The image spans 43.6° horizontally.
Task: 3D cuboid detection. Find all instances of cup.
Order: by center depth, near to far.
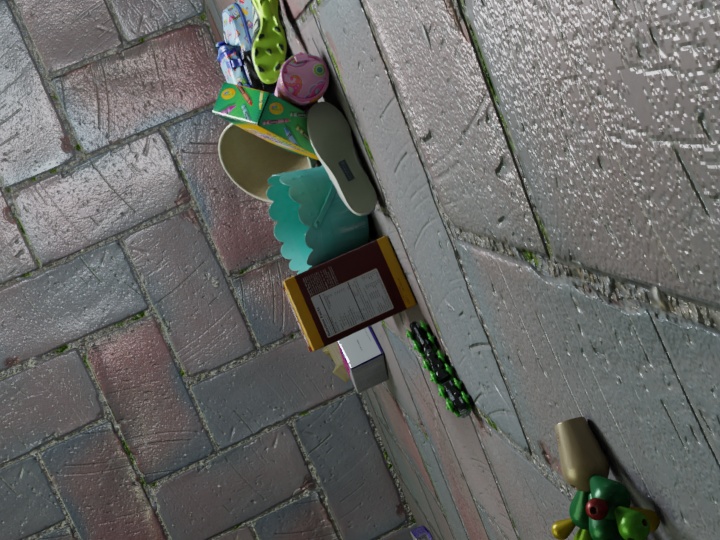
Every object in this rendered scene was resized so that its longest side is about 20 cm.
[{"bbox_3d":[-0.167,-0.258,1.819,0.144,0.199,0.201,-65,-34,-45],"label":"cup"}]

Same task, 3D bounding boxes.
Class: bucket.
[{"bbox_3d":[-0.081,-0.102,1.697,0.207,0.134,0.208,52,152,43],"label":"bucket"}]

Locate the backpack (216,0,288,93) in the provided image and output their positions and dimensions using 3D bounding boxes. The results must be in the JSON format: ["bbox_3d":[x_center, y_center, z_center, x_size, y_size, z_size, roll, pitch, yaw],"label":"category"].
[{"bbox_3d":[-0.223,-0.451,1.817,0.183,0.134,0.201,-139,29,-73],"label":"backpack"}]

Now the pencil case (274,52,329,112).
[{"bbox_3d":[-0.103,-0.314,1.531,0.200,0.087,0.088,-153,39,-82],"label":"pencil case"}]

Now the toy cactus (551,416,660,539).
[{"bbox_3d":[0.218,0.226,0.858,0.200,0.102,0.166,61,-167,-68],"label":"toy cactus"}]

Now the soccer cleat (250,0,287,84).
[{"bbox_3d":[-0.161,-0.430,1.603,0.081,0.067,0.202,-14,-81,-84],"label":"soccer cleat"}]

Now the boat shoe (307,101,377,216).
[{"bbox_3d":[-0.035,-0.180,1.500,0.202,0.070,0.072,65,171,1],"label":"boat shoe"}]

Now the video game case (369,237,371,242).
[{"bbox_3d":[0.000,0.000,1.843,0.201,0.036,0.181,67,161,0],"label":"video game case"}]

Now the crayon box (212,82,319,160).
[{"bbox_3d":[-0.136,-0.248,1.527,0.118,0.059,0.199,21,180,39],"label":"crayon box"}]

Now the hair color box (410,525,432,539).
[{"bbox_3d":[0.252,1.072,3.524,0.200,0.064,0.110,107,139,-83],"label":"hair color box"}]

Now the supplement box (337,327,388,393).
[{"bbox_3d":[0.007,0.246,2.491,0.200,0.103,0.102,75,168,-61],"label":"supplement box"}]

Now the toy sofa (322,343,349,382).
[{"bbox_3d":[-0.079,0.364,3.734,0.083,0.098,0.200,42,-174,-29],"label":"toy sofa"}]

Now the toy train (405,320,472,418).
[{"bbox_3d":[0.131,0.166,1.505,0.201,0.042,0.056,61,-179,39],"label":"toy train"}]

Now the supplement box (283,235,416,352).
[{"bbox_3d":[-0.026,0.048,1.644,0.197,0.199,0.134,130,117,-82],"label":"supplement box"}]
